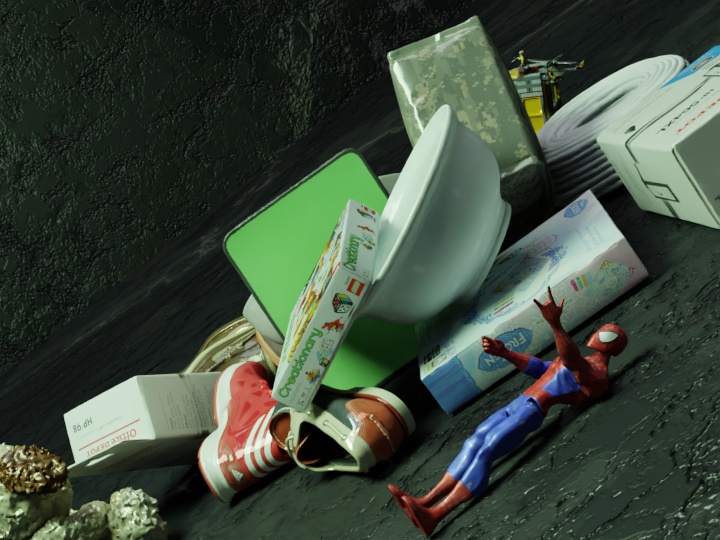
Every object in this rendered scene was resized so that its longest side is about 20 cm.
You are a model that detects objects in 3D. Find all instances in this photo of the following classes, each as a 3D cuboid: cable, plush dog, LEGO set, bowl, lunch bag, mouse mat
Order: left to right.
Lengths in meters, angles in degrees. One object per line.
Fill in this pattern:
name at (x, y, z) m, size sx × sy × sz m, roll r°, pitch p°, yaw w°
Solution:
plush dog at (-0.303, 0.238, 1.490) m, size 0.199 × 0.173 × 0.160 m, roll -22°, pitch 18°, yaw 49°
mouse mat at (-0.015, 0.009, 1.501) m, size 0.160 × 0.201 × 0.008 m, roll -34°, pitch -2°, yaw 4°
bowl at (0.000, 0.000, 1.612) m, size 0.199 × 0.075 × 0.200 m, roll -14°, pitch -32°, yaw -49°
bowl at (0.068, -0.032, 1.380) m, size 0.203 × 0.090 × 0.201 m, roll -63°, pitch 6°, yaw 12°
lunch bag at (0.113, -0.122, 1.571) m, size 0.116 × 0.166 × 0.200 m, roll -21°, pitch -19°, yaw 4°
LEGO set at (0.174, -0.207, 1.926) m, size 0.152 × 0.117 × 0.200 m, roll -2°, pitch 21°, yaw 26°
cable at (0.259, -0.143, 1.623) m, size 0.199 × 0.070 × 0.200 m, roll -23°, pitch 17°, yaw 49°

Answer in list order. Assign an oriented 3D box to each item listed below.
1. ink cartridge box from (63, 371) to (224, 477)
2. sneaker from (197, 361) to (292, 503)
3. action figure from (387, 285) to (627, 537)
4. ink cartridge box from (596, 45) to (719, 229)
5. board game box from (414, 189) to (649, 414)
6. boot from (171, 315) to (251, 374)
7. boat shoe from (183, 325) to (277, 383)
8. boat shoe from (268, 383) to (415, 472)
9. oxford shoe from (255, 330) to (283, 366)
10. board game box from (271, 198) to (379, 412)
ink cartridge box at (-0.207, 0.151, 1.598) m, size 0.115 × 0.067 × 0.199 m, roll -27°, pitch -18°, yaw 34°
sneaker at (-0.080, 0.138, 1.536) m, size 0.115 × 0.079 × 0.201 m, roll -24°, pitch 26°, yaw 17°
action figure at (0.096, 0.084, 1.127) m, size 0.199 × 0.099 × 0.065 m, roll -35°, pitch 12°, yaw -9°
ink cartridge box at (0.301, -0.116, 1.346) m, size 0.145 × 0.085 × 0.200 m, roll -37°, pitch 10°, yaw -4°
board game box at (0.138, 0.022, 1.375) m, size 0.198 × 0.044 × 0.200 m, roll -37°, pitch 11°, yaw 9°
boot at (-0.166, 0.128, 1.851) m, size 0.199 × 0.074 × 0.076 m, roll -39°, pitch 29°, yaw 7°
boat shoe at (-0.120, 0.100, 1.773) m, size 0.202 × 0.075 × 0.075 m, roll -42°, pitch 19°, yaw -31°
boat shoe at (-0.029, 0.138, 1.356) m, size 0.063 × 0.071 × 0.199 m, roll -44°, pitch 18°, yaw -26°
oxford shoe at (-0.083, 0.026, 1.756) m, size 0.070 × 0.073 × 0.201 m, roll -7°, pitch 46°, yaw -13°
board game box at (-0.027, 0.025, 1.386) m, size 0.127 × 0.034 × 0.200 m, roll -63°, pitch 6°, yaw 17°
